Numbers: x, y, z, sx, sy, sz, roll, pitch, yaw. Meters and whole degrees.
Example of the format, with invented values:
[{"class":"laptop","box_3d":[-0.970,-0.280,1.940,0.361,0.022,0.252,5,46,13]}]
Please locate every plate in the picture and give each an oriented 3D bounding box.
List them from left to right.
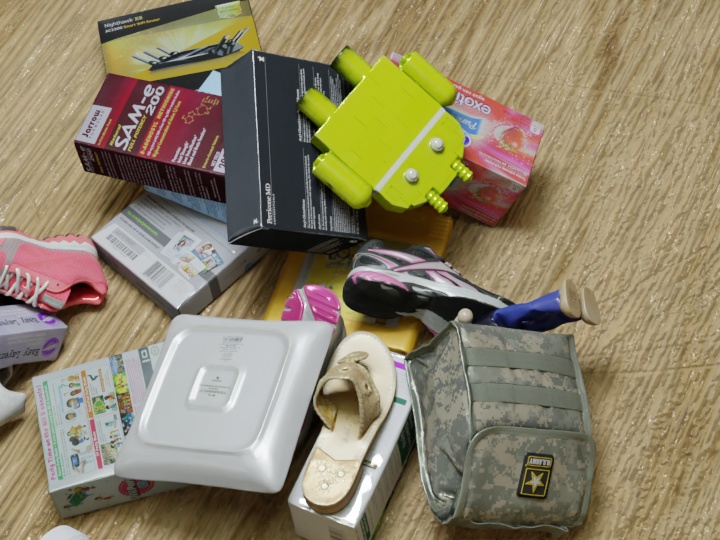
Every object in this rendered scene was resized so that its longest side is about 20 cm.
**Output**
[{"class":"plate","box_3d":[-0.144,0.126,1.589,0.198,0.032,0.201,2,55,26]}]

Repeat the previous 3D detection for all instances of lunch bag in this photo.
[{"class":"lunch bag","box_3d":[0.145,0.165,1.558,0.163,0.118,0.201,8,61,-30]}]

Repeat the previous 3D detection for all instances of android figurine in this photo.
[{"class":"android figurine","box_3d":[0.031,-0.146,1.679,0.200,0.041,0.182,42,75,-2]}]

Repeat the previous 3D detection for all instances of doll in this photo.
[{"class":"doll","box_3d":[0.148,0.065,1.643,0.199,0.136,0.049,-26,61,31]}]

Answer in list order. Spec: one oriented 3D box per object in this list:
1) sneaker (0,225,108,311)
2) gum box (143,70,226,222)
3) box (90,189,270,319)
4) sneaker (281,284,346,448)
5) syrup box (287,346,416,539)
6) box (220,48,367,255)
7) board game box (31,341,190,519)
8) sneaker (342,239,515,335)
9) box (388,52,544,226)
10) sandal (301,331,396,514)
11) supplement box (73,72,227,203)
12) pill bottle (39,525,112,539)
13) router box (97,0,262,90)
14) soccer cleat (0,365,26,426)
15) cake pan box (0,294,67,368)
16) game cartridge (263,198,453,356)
[{"class":"sneaker","box_3d":[-0.363,0.005,1.726,0.199,0.074,0.087,-2,47,-45]},{"class":"gum box","box_3d":[-0.130,-0.134,1.818,0.199,0.045,0.170,23,59,18]},{"class":"box","box_3d":[-0.190,-0.050,1.816,0.156,0.041,0.200,36,66,26]},{"class":"sneaker","box_3d":[-0.063,0.120,1.660,0.081,0.088,0.201,24,85,23]},{"class":"syrup box","box_3d":[0.003,0.186,1.609,0.081,0.079,0.201,18,59,18]},{"class":"box","box_3d":[-0.074,-0.128,1.707,0.140,0.079,0.202,7,73,-37]},{"class":"board game box","box_3d":[-0.240,0.164,1.659,0.198,0.064,0.148,-14,54,-5]},{"class":"sneaker","box_3d":[0.082,0.013,1.694,0.199,0.080,0.087,19,48,-14]},{"class":"box","box_3d":[0.095,-0.148,1.778,0.199,0.103,0.095,25,58,-7]},{"class":"sandal","box_3d":[-0.013,0.135,1.555,0.077,0.070,0.213,8,56,12]},{"class":"supplement box","box_3d":[-0.213,-0.151,1.772,0.198,0.061,0.109,12,59,14]},{"class":"pill bottle","box_3d":[-0.230,0.333,1.509,0.199,0.116,0.116,24,61,21]},{"class":"router box","box_3d":[-0.223,-0.266,1.961,0.198,0.052,0.158,-14,55,-4]},{"class":"soccer cleat","box_3d":[-0.441,0.104,1.728,0.086,0.070,0.200,-18,52,-32]},{"class":"cake pan box","box_3d":[-0.448,0.039,1.711,0.184,0.053,0.199,40,23,27]},{"class":"game cartridge","box_3d":[0.000,0.000,1.767,0.175,0.033,0.201,11,59,13]}]
